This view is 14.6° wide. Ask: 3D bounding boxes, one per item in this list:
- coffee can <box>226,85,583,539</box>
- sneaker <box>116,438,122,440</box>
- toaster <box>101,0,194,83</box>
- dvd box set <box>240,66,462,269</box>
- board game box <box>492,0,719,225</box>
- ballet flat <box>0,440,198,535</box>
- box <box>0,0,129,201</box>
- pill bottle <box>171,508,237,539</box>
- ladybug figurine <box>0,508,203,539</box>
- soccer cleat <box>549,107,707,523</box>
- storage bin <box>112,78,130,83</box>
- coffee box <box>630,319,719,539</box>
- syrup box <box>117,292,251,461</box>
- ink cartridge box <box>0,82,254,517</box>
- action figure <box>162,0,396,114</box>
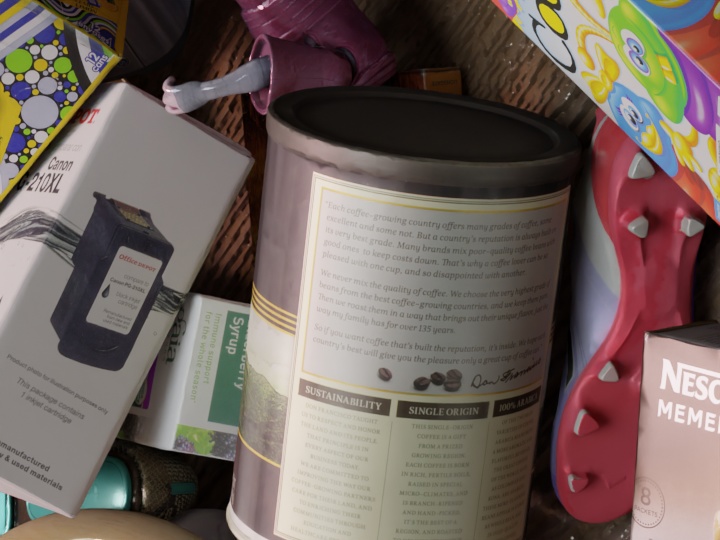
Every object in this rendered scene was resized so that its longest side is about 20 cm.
[{"bbox_3d":[0.019,0.028,1.306,0.146,0.146,0.202,21,111,43],"label":"coffee can"},{"bbox_3d":[-0.161,0.042,1.593,0.082,0.074,0.201,-45,65,37],"label":"sneaker"},{"bbox_3d":[-0.156,-0.202,1.475,0.113,0.129,0.201,-11,57,18],"label":"toaster"},{"bbox_3d":[0.000,0.000,1.447,0.146,0.029,0.202,0,95,48],"label":"dvd box set"},{"bbox_3d":[0.142,-0.124,1.204,0.200,0.105,0.103,47,164,31],"label":"board game box"},{"bbox_3d":[-0.170,0.120,1.521,0.199,0.075,0.068,-3,86,36],"label":"ballet flat"},{"bbox_3d":[-0.199,-0.073,1.401,0.200,0.070,0.064,-47,22,28],"label":"box"},{"bbox_3d":[-0.142,0.191,1.563,0.199,0.111,0.112,-9,89,47],"label":"pill bottle"},{"bbox_3d":[-0.125,0.191,1.406,0.199,0.072,0.136,18,66,38],"label":"ladybug figurine"},{"bbox_3d":[0.122,0.018,1.311,0.077,0.066,0.201,-123,36,-65],"label":"soccer cleat"},{"bbox_3d":[-0.242,-0.058,1.575,0.198,0.094,0.200,32,78,40],"label":"storage bin"},{"bbox_3d":[0.216,0.094,1.198,0.199,0.079,0.115,16,106,44],"label":"coffee box"},{"bbox_3d":[-0.095,0.052,1.467,0.200,0.081,0.079,5,84,65],"label":"syrup box"},{"bbox_3d":[-0.154,0.010,1.410,0.145,0.084,0.201,6,67,64],"label":"ink cartridge box"},{"bbox_3d":[-0.031,-0.138,1.372,0.149,0.134,0.200,-35,99,18],"label":"action figure"}]
